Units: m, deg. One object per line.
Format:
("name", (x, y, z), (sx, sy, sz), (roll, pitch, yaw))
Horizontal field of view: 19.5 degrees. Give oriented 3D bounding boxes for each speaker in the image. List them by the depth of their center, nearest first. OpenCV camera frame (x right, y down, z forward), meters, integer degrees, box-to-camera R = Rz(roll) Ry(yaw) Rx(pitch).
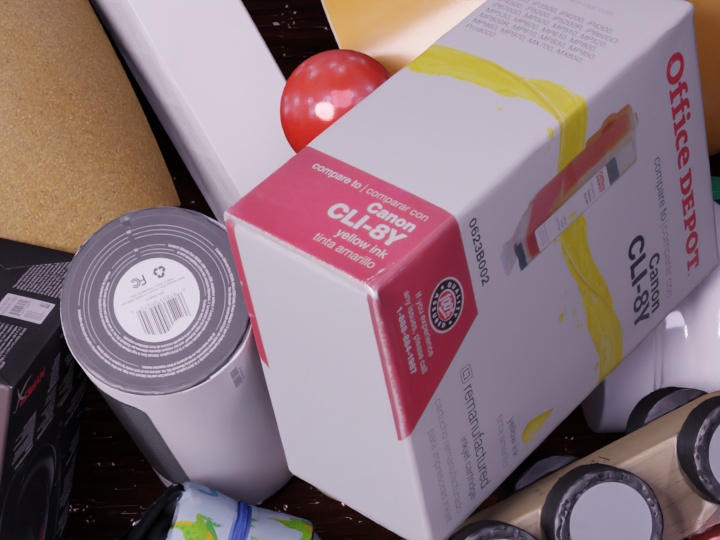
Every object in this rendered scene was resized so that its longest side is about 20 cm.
("speaker", (-0.071, 0.044, 0.915), (0.080, 0.200, 0.082), (-1, 71, 4))

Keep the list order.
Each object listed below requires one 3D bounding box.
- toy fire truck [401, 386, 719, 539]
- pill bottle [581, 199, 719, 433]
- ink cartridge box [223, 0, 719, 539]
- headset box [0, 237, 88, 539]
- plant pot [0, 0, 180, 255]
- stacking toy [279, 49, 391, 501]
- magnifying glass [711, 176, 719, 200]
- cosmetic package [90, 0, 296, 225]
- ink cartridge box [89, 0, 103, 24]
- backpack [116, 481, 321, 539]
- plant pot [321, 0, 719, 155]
("toy fire truck", (0.131, 0.168, 0.859), (0.175, 0.129, 0.201), (-26, 94, -11))
("pill bottle", (0.201, 0.022, 0.977), (0.198, 0.116, 0.117), (-3, 72, -3))
("ink cartridge box", (0.053, -0.012, 0.846), (0.083, 0.146, 0.200), (25, 53, 36))
("headset box", (-0.171, 0.104, 0.885), (0.074, 0.149, 0.202), (12, 111, 4))
("plant pot", (-0.184, -0.074, 0.978), (0.186, 0.186, 0.200), (-43, 93, -14))
("stacking toy", (0.000, 0.000, 0.942), (0.085, 0.085, 0.202), (-13, 109, -7))
("magnifying glass", (0.161, -0.033, 1.022), (0.198, 0.080, 0.023), (-7, 76, -15))
("cosmetic package", (-0.077, -0.102, 0.979), (0.050, 0.082, 0.201), (-33, 107, -11))
("ink cartridge box", (-0.152, -0.251, 1.071), (0.200, 0.083, 0.145), (42, 76, 10))
("backpack", (-0.077, 0.193, 0.899), (0.152, 0.163, 0.202), (8, 64, -8))
("plant pot", (0.085, -0.125, 0.994), (0.182, 0.200, 0.201), (-25, 73, 6))
